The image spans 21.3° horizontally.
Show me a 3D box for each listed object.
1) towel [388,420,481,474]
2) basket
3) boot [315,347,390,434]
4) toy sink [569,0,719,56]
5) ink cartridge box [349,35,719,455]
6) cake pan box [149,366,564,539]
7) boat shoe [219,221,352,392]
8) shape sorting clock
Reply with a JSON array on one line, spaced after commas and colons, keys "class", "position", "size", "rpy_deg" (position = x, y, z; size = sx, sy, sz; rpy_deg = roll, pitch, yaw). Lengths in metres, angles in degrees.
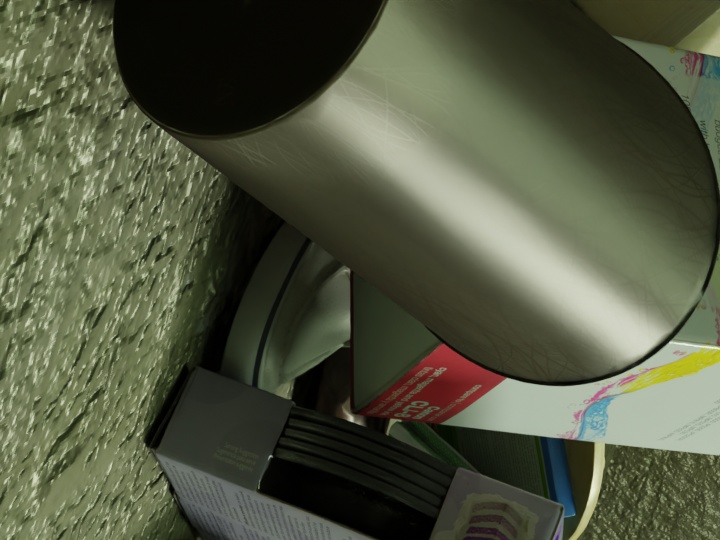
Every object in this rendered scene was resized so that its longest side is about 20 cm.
[{"class": "towel", "position": [0.061, 0.177, 1.077], "size": [0.023, 0.152, 0.200], "rpy_deg": [-38, 157, -27]}, {"class": "basket", "position": [0.016, -0.063, 0.679], "size": [0.136, 0.180, 0.200], "rpy_deg": [-46, 142, 9]}, {"class": "boot", "position": [-0.024, 0.135, 1.068], "size": [0.187, 0.064, 0.200], "rpy_deg": [-71, 178, -58]}, {"class": "toy sink", "position": [0.120, -0.192, 0.971], "size": [0.112, 0.200, 0.130], "rpy_deg": [-39, 170, 7]}, {"class": "ink cartridge box", "position": [0.112, -0.010, 0.873], "size": [0.145, 0.199, 0.146], "rpy_deg": [134, -40, -59]}, {"class": "cake pan box", "position": [0.003, 0.126, 0.913], "size": [0.200, 0.184, 0.052], "rpy_deg": [77, 33, -66]}, {"class": "boat shoe", "position": [0.000, 0.000, 0.940], "size": [0.200, 0.070, 0.071], "rpy_deg": [-52, 160, -49]}, {"class": "shape sorting clock", "position": [0.074, 0.055, 1.031], "size": [0.039, 0.200, 0.200], "rpy_deg": [-14, 134, -29]}]
